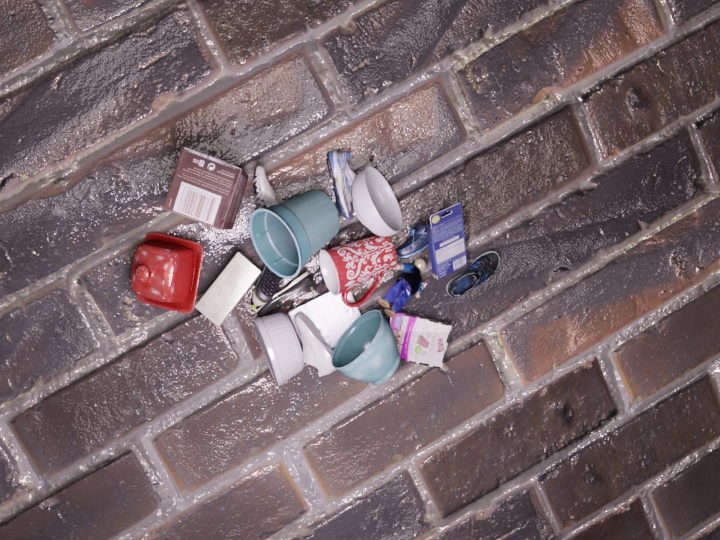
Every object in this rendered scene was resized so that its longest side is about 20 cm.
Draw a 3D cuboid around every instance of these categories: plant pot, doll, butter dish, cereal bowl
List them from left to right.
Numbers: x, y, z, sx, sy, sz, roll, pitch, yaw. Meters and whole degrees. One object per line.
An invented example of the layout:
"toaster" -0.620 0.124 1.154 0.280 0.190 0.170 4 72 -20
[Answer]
"butter dish" -0.553 0.007 1.428 0.194 0.148 0.206 12 93 14
"plant pot" -0.168 -0.116 1.440 0.195 0.198 0.204 -37 100 -37
"plant pot" 0.030 0.235 1.483 0.200 0.200 0.134 -46 108 -1
"cereal bowl" 0.036 -0.186 1.492 0.082 0.200 0.204 -25 99 26
"doll" 0.133 0.038 1.550 0.201 0.048 0.138 -48 121 -25

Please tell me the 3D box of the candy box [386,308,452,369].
"candy box" 0.167 0.207 1.595 0.194 0.061 0.141 14 93 -7

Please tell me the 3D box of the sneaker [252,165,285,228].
"sneaker" -0.261 -0.200 1.507 0.079 0.075 0.206 -13 103 -15

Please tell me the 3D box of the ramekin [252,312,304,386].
"ramekin" -0.228 0.215 1.486 0.092 0.202 0.208 -20 97 -17

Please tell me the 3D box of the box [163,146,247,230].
"box" -0.410 -0.215 1.417 0.161 0.200 0.169 19 93 -8

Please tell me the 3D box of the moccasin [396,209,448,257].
"moccasin" 0.182 -0.113 1.566 0.198 0.080 0.069 -35 113 -16

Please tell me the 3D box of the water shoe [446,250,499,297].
"water shoe" 0.353 0.018 1.592 0.198 0.079 0.072 -39 99 -2

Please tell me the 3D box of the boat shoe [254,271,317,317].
"boat shoe" -0.218 0.084 1.531 0.199 0.074 0.064 -34 90 -7

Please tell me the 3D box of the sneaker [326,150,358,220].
"sneaker" -0.037 -0.251 1.524 0.083 0.077 0.206 -14 97 -10

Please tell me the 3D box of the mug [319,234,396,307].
"mug" -0.005 -0.009 1.520 0.195 0.134 0.181 -21 136 -21

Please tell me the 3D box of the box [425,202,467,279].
"box" 0.255 -0.090 1.548 0.119 0.032 0.205 -23 120 -22

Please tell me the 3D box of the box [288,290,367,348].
"box" -0.098 0.150 1.568 0.196 0.041 0.159 -25 98 -3

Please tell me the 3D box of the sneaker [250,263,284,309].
"sneaker" -0.264 0.033 1.484 0.071 0.202 0.083 39 126 -10

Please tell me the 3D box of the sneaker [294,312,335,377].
"sneaker" -0.145 0.223 1.519 0.087 0.075 0.203 -32 101 9

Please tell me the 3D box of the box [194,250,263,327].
"box" -0.375 0.051 1.506 0.095 0.078 0.201 40 89 -9
